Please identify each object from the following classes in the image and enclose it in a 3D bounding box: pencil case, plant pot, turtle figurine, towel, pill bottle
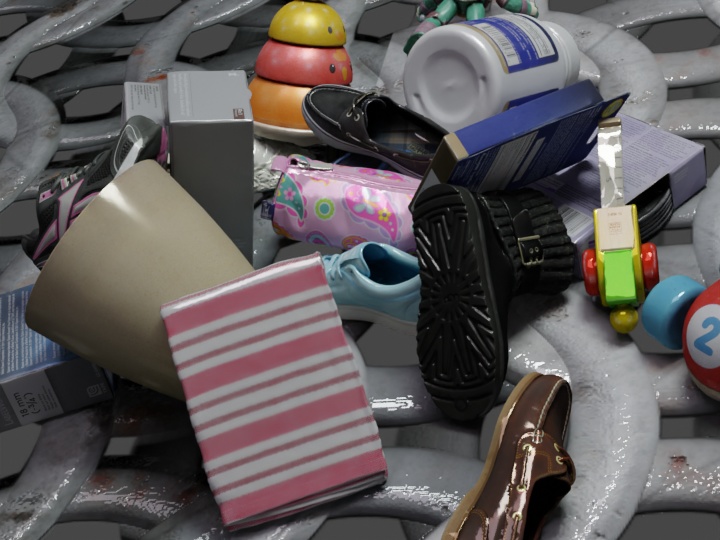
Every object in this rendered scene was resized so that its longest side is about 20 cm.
[{"bbox_3d":[0.009,-0.060,1.348,0.199,0.088,0.088,11,42,10],"label":"pencil case"},{"bbox_3d":[-0.161,0.035,1.238,0.200,0.188,0.187,36,53,7],"label":"plant pot"},{"bbox_3d":[0.130,-0.323,1.674,0.149,0.101,0.200,4,47,25],"label":"turtle figurine"},{"bbox_3d":[-0.072,0.100,1.149,0.146,0.201,0.030,-18,-7,-2],"label":"towel"},{"bbox_3d":[0.146,-0.207,1.456,0.119,0.120,0.200,14,21,34],"label":"pill bottle"}]

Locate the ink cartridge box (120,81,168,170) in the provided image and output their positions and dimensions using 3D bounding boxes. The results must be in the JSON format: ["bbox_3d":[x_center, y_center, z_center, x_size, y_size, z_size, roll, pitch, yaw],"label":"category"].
[{"bbox_3d":[-0.229,-0.080,1.430,0.043,0.174,0.200,2,26,-12],"label":"ink cartridge box"}]

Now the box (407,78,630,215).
[{"bbox_3d":[0.145,-0.111,1.269,0.199,0.121,0.032,-22,70,-25],"label":"box"}]

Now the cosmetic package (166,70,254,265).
[{"bbox_3d":[-0.149,-0.088,1.378,0.090,0.201,0.107,-5,34,-7],"label":"cosmetic package"}]

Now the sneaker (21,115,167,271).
[{"bbox_3d":[-0.259,-0.067,1.290,0.086,0.200,0.080,37,22,4],"label":"sneaker"}]

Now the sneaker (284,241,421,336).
[{"bbox_3d":[0.000,0.000,1.312,0.199,0.082,0.074,9,43,31],"label":"sneaker"}]

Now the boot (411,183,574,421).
[{"bbox_3d":[0.125,0.024,1.225,0.079,0.212,0.157,-7,-7,39],"label":"boot"}]

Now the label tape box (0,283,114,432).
[{"bbox_3d":[-0.345,0.086,1.348,0.199,0.064,0.144,-17,36,-1],"label":"label tape box"}]

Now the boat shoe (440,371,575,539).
[{"bbox_3d":[0.129,0.163,1.063,0.070,0.071,0.200,2,48,34],"label":"boat shoe"}]

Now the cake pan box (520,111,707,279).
[{"bbox_3d":[0.215,-0.089,1.372,0.184,0.052,0.200,-37,41,-22],"label":"cake pan box"}]

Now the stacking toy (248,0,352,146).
[{"bbox_3d":[-0.061,-0.248,1.535,0.145,0.201,0.146,5,19,-2],"label":"stacking toy"}]

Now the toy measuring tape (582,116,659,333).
[{"bbox_3d":[0.232,-0.036,1.249,0.073,0.074,0.201,-6,67,14],"label":"toy measuring tape"}]

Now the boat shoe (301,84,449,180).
[{"bbox_3d":[0.018,-0.146,1.392,0.200,0.066,0.070,34,70,27],"label":"boat shoe"}]

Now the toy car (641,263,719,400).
[{"bbox_3d":[0.329,-0.008,1.095,0.176,0.201,0.184,-29,38,-17],"label":"toy car"}]

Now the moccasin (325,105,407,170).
[{"bbox_3d":[-0.007,-0.119,1.457,0.068,0.081,0.200,41,54,3],"label":"moccasin"}]

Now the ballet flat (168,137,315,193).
[{"bbox_3d":[-0.151,-0.116,1.536,0.199,0.072,0.072,-11,37,7],"label":"ballet flat"}]
